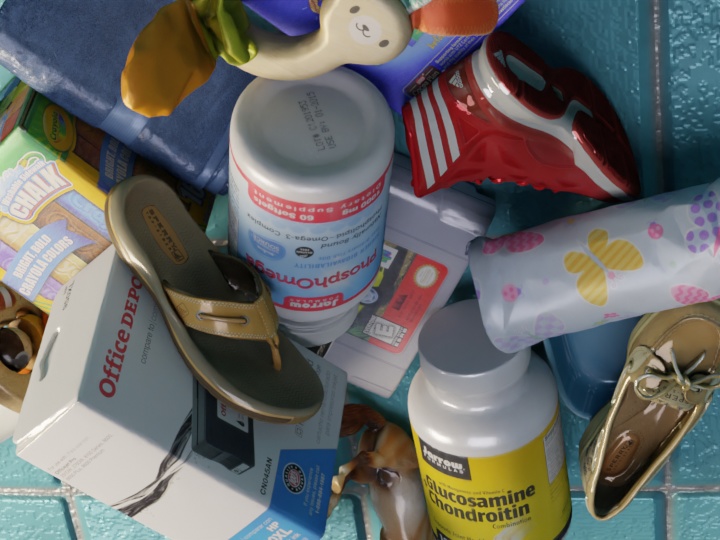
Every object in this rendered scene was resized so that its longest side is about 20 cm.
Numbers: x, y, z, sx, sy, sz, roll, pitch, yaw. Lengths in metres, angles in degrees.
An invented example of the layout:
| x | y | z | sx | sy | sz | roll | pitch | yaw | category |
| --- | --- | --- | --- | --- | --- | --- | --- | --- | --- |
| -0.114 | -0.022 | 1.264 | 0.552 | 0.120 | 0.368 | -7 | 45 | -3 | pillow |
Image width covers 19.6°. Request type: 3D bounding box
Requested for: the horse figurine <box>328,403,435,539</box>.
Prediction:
| x | y | z | sx | sy | sz | roll | pitch | yaw | category |
| --- | --- | --- | --- | --- | --- | --- | --- | --- | --- |
| 0.017 | 0.181 | 1.628 | 0.050 | 0.133 | 0.201 | -5 | 115 | 34 | horse figurine |

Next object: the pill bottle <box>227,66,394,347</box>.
| x | y | z | sx | sy | sz | roll | pitch | yaw | category |
| --- | --- | --- | --- | --- | --- | --- | --- | --- | --- |
| -0.036 | -0.037 | 1.399 | 0.108 | 0.109 | 0.201 | 8 | 144 | 3 | pill bottle |

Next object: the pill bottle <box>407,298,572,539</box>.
| x | y | z | sx | sy | sz | roll | pitch | yaw | category |
| --- | --- | --- | --- | --- | --- | --- | --- | --- | --- |
| 0.095 | 0.122 | 1.554 | 0.111 | 0.112 | 0.201 | -3 | 131 | 11 | pill bottle |

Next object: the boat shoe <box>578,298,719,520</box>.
| x | y | z | sx | sy | sz | roll | pitch | yaw | category |
| --- | --- | --- | --- | --- | --- | --- | --- | --- | --- |
| 0.215 | 0.098 | 1.504 | 0.073 | 0.063 | 0.201 | 17 | 128 | -4 | boat shoe |

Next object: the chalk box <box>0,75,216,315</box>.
| x | y | z | sx | sy | sz | roll | pitch | yaw | category |
| --- | --- | --- | --- | --- | --- | --- | --- | --- | --- |
| -0.213 | -0.068 | 1.453 | 0.200 | 0.125 | 0.124 | 37 | 125 | -21 | chalk box |

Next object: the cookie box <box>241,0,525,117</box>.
| x | y | z | sx | sy | sz | roll | pitch | yaw | category |
| --- | --- | --- | --- | --- | --- | --- | --- | --- | --- |
| 0.007 | -0.221 | 1.325 | 0.199 | 0.076 | 0.171 | 34 | 127 | -18 | cookie box |

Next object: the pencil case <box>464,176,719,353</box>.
| x | y | z | sx | sy | sz | roll | pitch | yaw | category |
| --- | --- | --- | --- | --- | --- | --- | --- | --- | --- |
| 0.173 | -0.004 | 1.414 | 0.199 | 0.091 | 0.084 | -15 | 85 | 20 | pencil case |

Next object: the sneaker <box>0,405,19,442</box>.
| x | y | z | sx | sy | sz | roll | pitch | yaw | category |
| --- | --- | --- | --- | --- | --- | --- | --- | --- | --- |
| -0.330 | 0.135 | 1.666 | 0.199 | 0.071 | 0.073 | -29 | 119 | 28 | sneaker |

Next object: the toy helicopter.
| x | y | z | sx | sy | sz | roll | pitch | yaw | category |
| --- | --- | --- | --- | --- | --- | --- | --- | --- | --- |
| -0.295 | 0.032 | 1.542 | 0.200 | 0.133 | 0.079 | 44 | 134 | -17 | toy helicopter |

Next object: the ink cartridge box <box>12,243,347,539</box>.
| x | y | z | sx | sy | sz | roll | pitch | yaw | category |
| --- | --- | --- | --- | --- | --- | --- | --- | --- | --- |
| -0.116 | 0.094 | 1.397 | 0.199 | 0.145 | 0.084 | 31 | 133 | -23 | ink cartridge box |

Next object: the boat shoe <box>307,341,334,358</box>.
| x | y | z | sx | sy | sz | roll | pitch | yaw | category |
| --- | --- | --- | --- | --- | --- | --- | --- | --- | --- |
| -0.075 | 0.088 | 1.532 | 0.070 | 0.067 | 0.200 | 28 | 120 | -29 | boat shoe |

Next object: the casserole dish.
| x | y | z | sx | sy | sz | roll | pitch | yaw | category |
| --- | --- | --- | --- | --- | --- | --- | --- | --- | --- |
| 0.191 | 0.031 | 1.519 | 0.120 | 0.039 | 0.201 | -7 | 127 | 14 | casserole dish |

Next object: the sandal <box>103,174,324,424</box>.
| x | y | z | sx | sy | sz | roll | pitch | yaw | category |
| --- | --- | --- | --- | --- | --- | --- | --- | --- | --- |
| -0.092 | 0.016 | 1.367 | 0.054 | 0.080 | 0.201 | -36 | 89 | 42 | sandal |

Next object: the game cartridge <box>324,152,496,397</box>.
| x | y | z | sx | sy | sz | roll | pitch | yaw | category |
| --- | --- | --- | --- | --- | --- | --- | --- | --- | --- |
| 0.000 | 0.000 | 1.529 | 0.132 | 0.041 | 0.201 | 24 | 128 | -5 | game cartridge |

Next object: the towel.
| x | y | z | sx | sy | sz | roll | pitch | yaw | category |
| --- | --- | --- | --- | --- | --- | --- | --- | --- | --- |
| -0.149 | -0.143 | 1.404 | 0.199 | 0.049 | 0.112 | 32 | 87 | -19 | towel |

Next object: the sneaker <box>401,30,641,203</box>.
| x | y | z | sx | sy | sz | roll | pitch | yaw | category |
| --- | --- | --- | --- | --- | --- | --- | --- | --- | --- |
| 0.098 | -0.084 | 1.396 | 0.115 | 0.079 | 0.200 | -26 | 142 | 27 | sneaker |

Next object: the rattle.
| x | y | z | sx | sy | sz | roll | pitch | yaw | category |
| --- | --- | --- | --- | --- | --- | --- | --- | --- | --- |
| -0.026 | -0.146 | 1.258 | 0.198 | 0.143 | 0.131 | 15 | 114 | 7 | rattle |
